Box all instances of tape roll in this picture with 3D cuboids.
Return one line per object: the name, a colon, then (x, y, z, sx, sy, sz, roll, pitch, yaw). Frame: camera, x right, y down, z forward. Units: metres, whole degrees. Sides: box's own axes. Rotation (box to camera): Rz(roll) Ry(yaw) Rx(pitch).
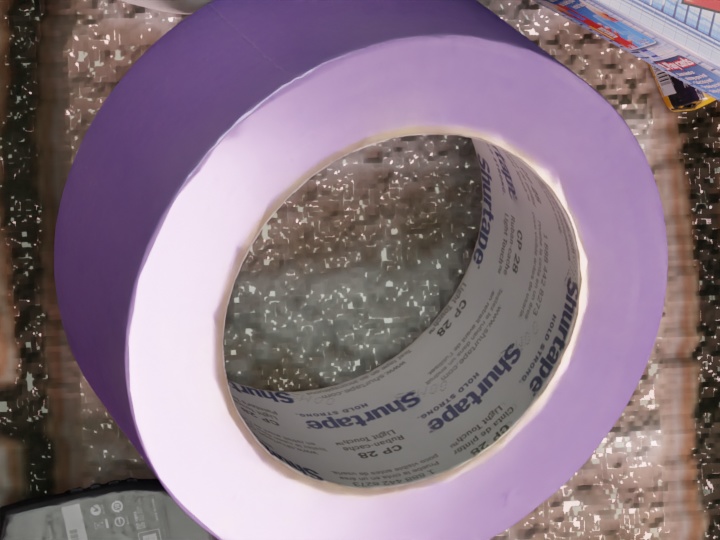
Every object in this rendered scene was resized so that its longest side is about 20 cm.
tape roll: (0.000, 0.000, 1.038, 0.200, 0.085, 0.200, -9, 116, -19)

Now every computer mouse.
computer mouse: (-0.145, 0.115, 1.084, 0.200, 0.034, 0.059, -10, 91, -2)

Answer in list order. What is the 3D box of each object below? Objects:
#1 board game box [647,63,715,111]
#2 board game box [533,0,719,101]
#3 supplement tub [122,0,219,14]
board game box: (0.154, -0.183, 1.122, 0.165, 0.057, 0.200, -25, 93, -7)
board game box: (0.132, -0.145, 1.059, 0.200, 0.062, 0.200, 13, 87, -10)
supplement tub: (-0.077, -0.205, 1.041, 0.145, 0.145, 0.200, 22, 86, -8)
